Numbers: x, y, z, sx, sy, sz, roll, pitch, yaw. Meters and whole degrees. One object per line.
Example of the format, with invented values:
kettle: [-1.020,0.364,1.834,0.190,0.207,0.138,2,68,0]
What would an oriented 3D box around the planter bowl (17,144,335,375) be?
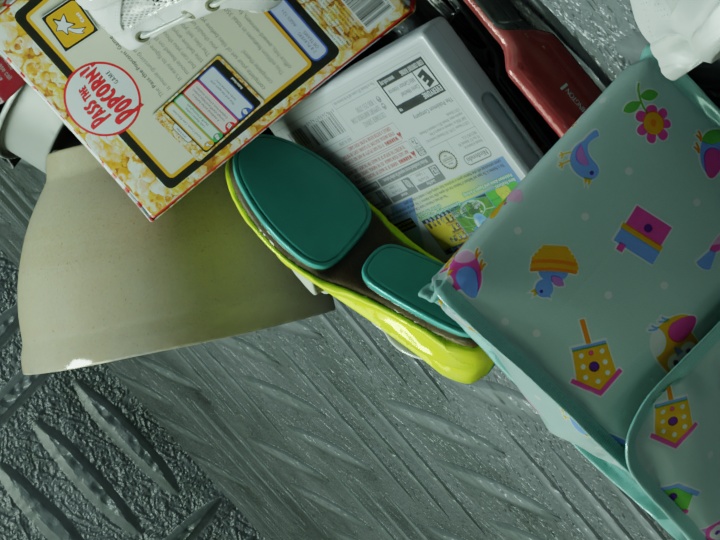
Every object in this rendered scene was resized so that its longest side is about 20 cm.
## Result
planter bowl: [-0.125,-0.021,1.618,0.200,0.199,0.136,176,83,-73]

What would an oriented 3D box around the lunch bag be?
lunch bag: [0.155,0.019,1.265,0.200,0.170,0.122,44,175,1]

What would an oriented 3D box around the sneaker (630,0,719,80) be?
sneaker: [0.141,-0.136,1.064,0.089,0.075,0.200,56,168,0]

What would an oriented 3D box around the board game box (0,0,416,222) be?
board game box: [-0.092,-0.147,1.459,0.152,0.200,0.046,49,-164,-15]

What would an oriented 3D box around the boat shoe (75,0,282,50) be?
boat shoe: [-0.060,-0.172,1.382,0.199,0.071,0.069,-18,126,29]

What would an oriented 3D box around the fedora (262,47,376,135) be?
fedora: [-0.003,-0.074,1.639,0.201,0.092,0.201,43,161,19]

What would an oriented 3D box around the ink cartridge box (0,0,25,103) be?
ink cartridge box: [-0.209,-0.235,1.543,0.145,0.200,0.146,35,164,45]

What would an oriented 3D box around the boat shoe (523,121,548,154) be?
boat shoe: [0.082,-0.052,1.508,0.072,0.076,0.200,47,158,-8]

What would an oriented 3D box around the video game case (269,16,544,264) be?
video game case: [0.047,-0.041,1.459,0.183,0.022,0.200,53,152,-8]

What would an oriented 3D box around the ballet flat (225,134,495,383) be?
ballet flat: [0.000,0.000,1.485,0.200,0.067,0.067,35,152,19]

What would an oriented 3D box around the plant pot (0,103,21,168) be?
plant pot: [-0.277,-0.231,1.814,0.199,0.177,0.200,36,166,31]

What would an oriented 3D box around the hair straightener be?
hair straightener: [0.067,-0.121,1.388,0.200,0.041,0.077,45,167,-2]

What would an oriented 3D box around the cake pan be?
cake pan: [-0.154,-0.136,1.671,0.037,0.200,0.200,43,167,7]
